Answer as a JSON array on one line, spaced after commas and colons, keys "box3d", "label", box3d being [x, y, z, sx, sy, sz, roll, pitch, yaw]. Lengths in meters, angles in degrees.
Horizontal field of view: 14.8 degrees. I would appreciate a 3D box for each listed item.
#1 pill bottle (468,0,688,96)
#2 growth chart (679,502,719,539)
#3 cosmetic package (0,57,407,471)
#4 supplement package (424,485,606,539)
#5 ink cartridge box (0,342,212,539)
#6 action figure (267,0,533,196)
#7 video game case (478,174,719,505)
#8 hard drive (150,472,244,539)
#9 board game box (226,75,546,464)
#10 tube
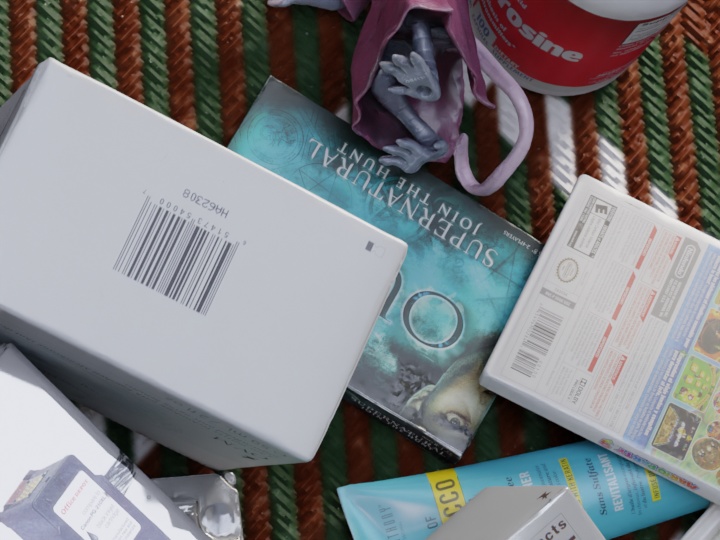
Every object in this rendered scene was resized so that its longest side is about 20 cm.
[{"box3d": [0.132, -0.177, 1.527, 0.112, 0.200, 0.113, 3, 74, -11], "label": "pill bottle"}, {"box3d": [0.233, 0.223, 1.519, 0.145, 0.018, 0.200, -39, 85, -1], "label": "growth chart"}, {"box3d": [-0.111, 0.005, 1.390, 0.199, 0.200, 0.123, 27, 79, -11], "label": "cosmetic package"}, {"box3d": [0.104, 0.222, 1.442, 0.114, 0.109, 0.200, -38, 99, -19], "label": "supplement package"}, {"box3d": [-0.136, 0.146, 1.372, 0.200, 0.145, 0.084, 44, 72, 4], "label": "ink cartridge box"}, {"box3d": [0.037, -0.164, 1.545, 0.148, 0.134, 0.201, 22, 46, -27], "label": "action figure"}, {"box3d": [0.182, 0.048, 1.531, 0.199, 0.018, 0.144, 26, 62, 4], "label": "video game case"}, {"box3d": [-0.123, 0.211, 1.455, 0.139, 0.038, 0.201, -3, 75, -13], "label": "hard drive"}, {"box3d": [0.000, 0.000, 1.542, 0.200, 0.028, 0.136, 31, 71, -3], "label": "board game box"}, {"box3d": [0.092, 0.131, 1.522, 0.199, 0.050, 0.078, -15, 73, -11], "label": "tube"}]
